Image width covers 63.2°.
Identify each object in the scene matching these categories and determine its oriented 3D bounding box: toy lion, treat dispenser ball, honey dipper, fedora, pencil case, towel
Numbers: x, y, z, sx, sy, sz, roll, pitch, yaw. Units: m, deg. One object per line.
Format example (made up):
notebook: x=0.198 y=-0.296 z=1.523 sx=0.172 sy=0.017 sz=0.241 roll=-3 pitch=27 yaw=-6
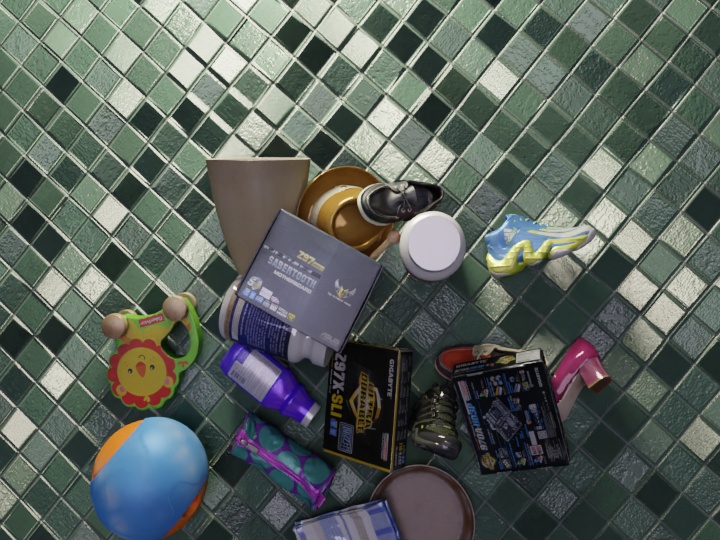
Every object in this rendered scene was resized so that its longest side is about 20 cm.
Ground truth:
toy lion: x=-0.390 y=0.160 z=1.111 sx=0.195 sy=0.069 sz=0.196 roll=-16 pitch=93 yaw=4
treat dispenser ball: x=-0.366 y=0.363 z=1.027 sx=0.195 sy=0.201 sz=0.207 roll=0 pitch=88 yaw=5
honey dipper: x=0.000 y=0.000 z=1.029 sx=0.199 sy=0.038 sz=0.038 roll=-42 pitch=84 yaw=26
fedora: x=-0.013 y=-0.086 z=1.029 sx=0.196 sy=0.081 sz=0.206 roll=-5 pitch=101 yaw=-27
pencil case: x=-0.141 y=0.346 z=1.061 sx=0.197 sy=0.092 sz=0.086 roll=32 pitch=91 yaw=5
towel: x=-0.017 y=0.504 z=1.057 sx=0.196 sy=0.024 sz=0.150 roll=-22 pitch=87 yaw=18

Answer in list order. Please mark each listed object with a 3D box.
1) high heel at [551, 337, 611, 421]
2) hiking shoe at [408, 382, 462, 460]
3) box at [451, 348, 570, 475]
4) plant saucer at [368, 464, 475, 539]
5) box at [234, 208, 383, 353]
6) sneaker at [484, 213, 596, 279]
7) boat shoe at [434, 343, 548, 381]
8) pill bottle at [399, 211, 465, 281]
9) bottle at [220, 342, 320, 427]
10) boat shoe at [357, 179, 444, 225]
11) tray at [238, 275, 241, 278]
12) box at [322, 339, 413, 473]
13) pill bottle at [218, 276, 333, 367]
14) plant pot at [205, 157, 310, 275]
high heel: x=0.348 y=0.212 z=1.053 sx=0.198 sy=0.097 sz=0.067 roll=-37 pitch=128 yaw=15
hiking shoe: x=0.127 y=0.244 z=0.986 sx=0.074 sy=0.200 sz=0.103 roll=21 pitch=89 yaw=-9
box: x=0.257 y=0.246 z=1.001 sx=0.156 sy=0.046 sz=0.204 roll=-14 pitch=105 yaw=21
plant saucer: x=0.108 y=0.453 z=1.064 sx=0.195 sy=0.032 sz=0.206 roll=0 pitch=89 yaw=5
box: x=-0.082 y=0.018 z=0.954 sx=0.197 sy=0.051 sz=0.160 roll=29 pitch=82 yaw=0
sneaker: x=0.312 y=-0.064 z=1.041 sx=0.196 sy=0.076 sz=0.107 roll=-21 pitch=86 yaw=5
boat shoe: x=0.231 y=0.165 z=1.038 sx=0.194 sy=0.063 sz=0.073 roll=6 pitch=66 yaw=4
pill bottle: x=0.121 y=-0.038 z=0.995 sx=0.109 sy=0.200 sz=0.116 roll=0 pitch=88 yaw=5
bottle: x=-0.163 y=0.208 z=1.081 sx=0.198 sy=0.065 sz=0.084 roll=37 pitch=93 yaw=5
boat shoe: x=0.077 y=-0.122 z=1.005 sx=0.065 sy=0.197 sz=0.076 roll=-20 pitch=79 yaw=42
tray: x=-0.147 y=0.079 z=1.106 sx=0.195 sy=0.022 sz=0.110 roll=16 pitch=90 yaw=6
box: x=0.011 y=0.231 z=1.035 sx=0.157 sy=0.049 sz=0.206 roll=4 pitch=88 yaw=41
pill bottle: x=-0.139 y=0.093 z=1.030 sx=0.195 sy=0.116 sz=0.119 roll=17 pitch=90 yaw=10
plant pot: x=-0.179 y=-0.098 z=1.052 sx=0.182 sy=0.188 sz=0.206 roll=1 pitch=102 yaw=5
